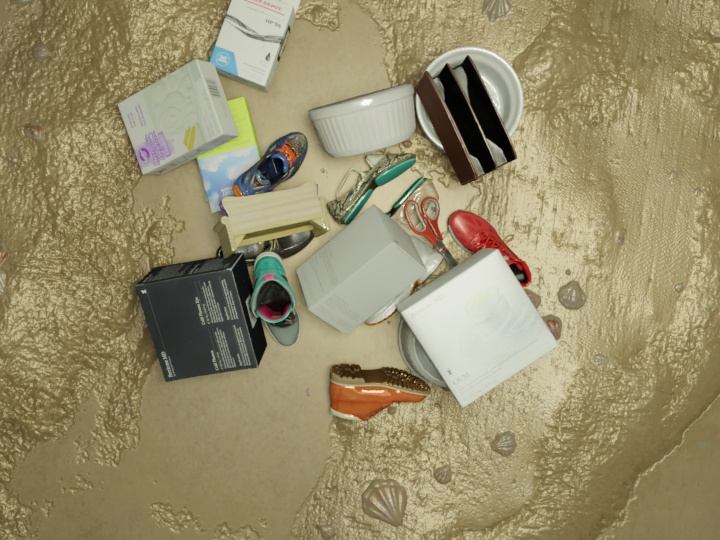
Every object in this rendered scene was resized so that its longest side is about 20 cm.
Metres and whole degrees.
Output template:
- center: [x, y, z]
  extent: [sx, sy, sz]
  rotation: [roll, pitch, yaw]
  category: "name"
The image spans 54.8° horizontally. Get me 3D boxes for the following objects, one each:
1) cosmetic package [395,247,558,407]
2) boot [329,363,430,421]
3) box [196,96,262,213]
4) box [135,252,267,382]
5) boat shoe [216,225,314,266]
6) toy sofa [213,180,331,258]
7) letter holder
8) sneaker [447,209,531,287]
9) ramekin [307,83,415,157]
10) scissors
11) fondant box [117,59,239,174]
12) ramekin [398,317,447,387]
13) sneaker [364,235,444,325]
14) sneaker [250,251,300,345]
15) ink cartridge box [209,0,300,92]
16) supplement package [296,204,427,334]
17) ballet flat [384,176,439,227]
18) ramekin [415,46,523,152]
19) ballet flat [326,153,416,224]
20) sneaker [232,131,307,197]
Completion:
- center: [0.200, 0.095, 1.225]
  extent: [0.199, 0.123, 0.200]
  rotation: [-34, 92, 0]
  category: "cosmetic package"
- center: [0.035, 0.248, 1.366]
  extent: [0.200, 0.075, 0.107]
  rotation: [7, 107, -3]
  category: "boot"
- center: [-0.254, -0.221, 1.341]
  extent: [0.122, 0.048, 0.200]
  rotation: [-14, 93, 0]
  category: "box"
- center: [-0.290, 0.086, 1.294]
  extent: [0.182, 0.104, 0.200]
  rotation: [-9, 108, 6]
  category: "box"
- center: [-0.182, -0.047, 1.338]
  extent: [0.200, 0.073, 0.075]
  rotation: [-21, 93, 0]
  category: "boat shoe"
- center: [-0.162, -0.094, 1.266]
  extent: [0.200, 0.083, 0.098]
  rotation: [-15, 87, -22]
  category: "toy sofa"
- center: [0.188, -0.263, 1.204]
  extent: [0.100, 0.142, 0.200]
  rotation: [-26, 93, 0]
  category: "letter holder"
- center: [0.256, -0.044, 1.326]
  extent: [0.200, 0.116, 0.078]
  rotation: [39, 91, -4]
  category: "sneaker"
- center: [0.010, -0.273, 1.275]
  extent: [0.202, 0.202, 0.094]
  rotation: [-15, 105, 0]
  category: "ramekin"
- center: [0.145, -0.047, 1.325]
  extent: [0.073, 0.014, 0.200]
  rotation: [-24, 96, -17]
  category: "scissors"
- center: [-0.340, -0.280, 1.291]
  extent: [0.200, 0.058, 0.145]
  rotation: [-20, 90, 26]
  category: "fondant box"
- center: [0.174, 0.132, 1.338]
  extent: [0.200, 0.105, 0.201]
  rotation: [0, 93, -1]
  category: "ramekin"
- center: [0.066, 0.019, 1.354]
  extent: [0.092, 0.076, 0.200]
  rotation: [43, 84, 5]
  category: "sneaker"
- center: [-0.153, 0.077, 1.295]
  extent: [0.083, 0.121, 0.200]
  rotation: [-13, 116, 0]
  category: "sneaker"
- center: [-0.198, -0.458, 1.321]
  extent: [0.116, 0.068, 0.200]
  rotation: [20, 92, -2]
  category: "ink cartridge box"
- center: [0.000, 0.000, 1.280]
  extent: [0.200, 0.117, 0.117]
  rotation: [-39, 132, 16]
  category: "supplement package"
- center: [0.074, -0.096, 1.347]
  extent: [0.200, 0.068, 0.067]
  rotation: [-42, 101, 2]
  category: "ballet flat"
- center: [0.200, -0.313, 1.322]
  extent: [0.200, 0.098, 0.201]
  rotation: [0, 93, -1]
  category: "ramekin"
- center: [0.013, -0.177, 1.345]
  extent: [0.200, 0.068, 0.075]
  rotation: [-42, 77, 3]
  category: "ballet flat"
- center: [-0.151, -0.196, 1.294]
  extent: [0.075, 0.078, 0.200]
  rotation: [45, 51, -15]
  category: "sneaker"
